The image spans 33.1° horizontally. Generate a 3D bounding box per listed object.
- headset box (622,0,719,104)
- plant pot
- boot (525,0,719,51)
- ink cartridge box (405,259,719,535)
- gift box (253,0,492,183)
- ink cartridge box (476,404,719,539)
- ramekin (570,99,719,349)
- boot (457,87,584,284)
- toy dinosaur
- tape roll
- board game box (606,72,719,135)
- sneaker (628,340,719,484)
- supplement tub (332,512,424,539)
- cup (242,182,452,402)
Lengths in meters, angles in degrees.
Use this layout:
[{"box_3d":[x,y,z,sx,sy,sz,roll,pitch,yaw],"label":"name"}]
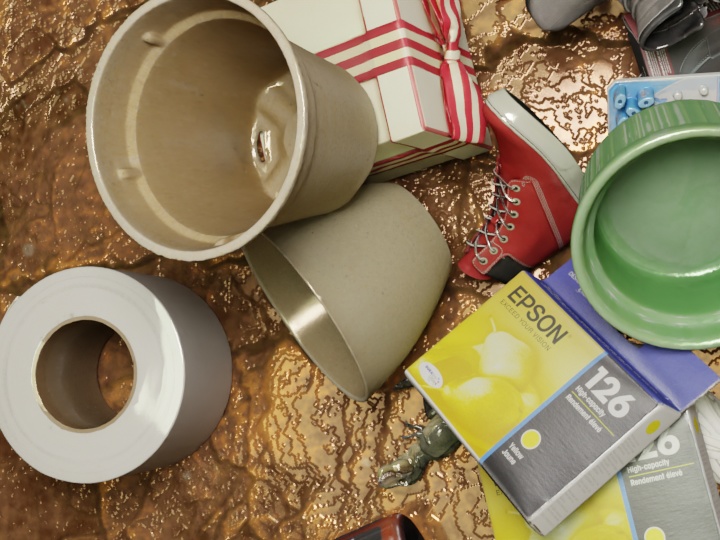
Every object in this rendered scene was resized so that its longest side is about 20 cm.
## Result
[{"box_3d":[0.332,-0.177,1.065,0.199,0.077,0.149,-20,119,10],"label":"headset box"},{"box_3d":[-0.083,-0.110,0.969,0.199,0.183,0.202,1,92,29],"label":"plant pot"},{"box_3d":[0.220,-0.233,1.009,0.200,0.069,0.132,-43,49,45],"label":"boot"},{"box_3d":[0.169,0.092,1.053,0.200,0.047,0.198,-42,47,0],"label":"ink cartridge box"},{"box_3d":[0.020,-0.182,1.124,0.186,0.200,0.186,-16,87,27],"label":"gift box"},{"box_3d":[0.205,0.186,1.057,0.197,0.047,0.201,-18,81,22],"label":"ink cartridge box"},{"box_3d":[0.273,-0.044,1.008,0.198,0.098,0.201,3,119,5],"label":"ramekin"},{"box_3d":[0.129,-0.063,1.088,0.144,0.200,0.073,-37,46,9],"label":"boot"},{"box_3d":[0.087,0.126,1.157,0.200,0.047,0.088,-36,83,4],"label":"toy dinosaur"},{"box_3d":[-0.241,0.101,1.184,0.201,0.139,0.204,-1,87,13],"label":"tape roll"},{"box_3d":[0.319,-0.076,1.060,0.198,0.026,0.201,-2,121,9],"label":"board game box"},{"box_3d":[0.287,0.144,1.092,0.200,0.078,0.100,39,99,13],"label":"sneaker"},{"box_3d":[-0.029,0.312,1.138,0.199,0.107,0.108,-25,81,11],"label":"supplement tub"},{"box_3d":[0.000,0.000,1.124,0.143,0.200,0.201,-35,79,-15],"label":"cup"}]
